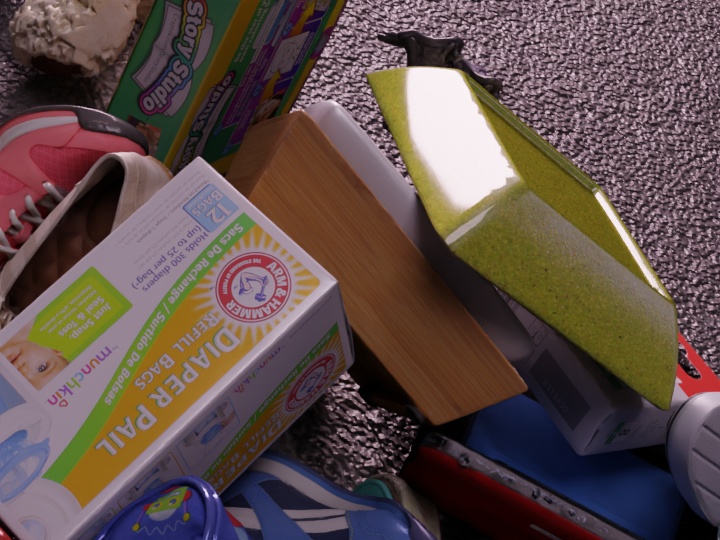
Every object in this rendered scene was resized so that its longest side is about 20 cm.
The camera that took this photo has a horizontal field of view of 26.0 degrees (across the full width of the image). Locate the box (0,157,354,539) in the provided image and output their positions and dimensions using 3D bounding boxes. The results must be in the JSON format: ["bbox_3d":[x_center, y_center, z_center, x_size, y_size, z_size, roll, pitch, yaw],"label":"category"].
[{"bbox_3d":[-0.110,0.059,0.803,0.112,0.102,0.200,40,73,22],"label":"box"}]

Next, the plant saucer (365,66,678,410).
[{"bbox_3d":[0.106,-0.034,0.925,0.199,0.048,0.201,35,20,-31],"label":"plant saucer"}]

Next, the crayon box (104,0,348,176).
[{"bbox_3d":[-0.078,-0.151,1.000,0.058,0.201,0.172,36,29,12],"label":"crayon box"}]

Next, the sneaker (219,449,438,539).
[{"bbox_3d":[-0.016,0.161,0.821,0.082,0.074,0.199,-42,31,-27],"label":"sneaker"}]

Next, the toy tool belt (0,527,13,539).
[{"bbox_3d":[-0.150,0.227,0.711,0.123,0.125,0.200,-42,97,-15],"label":"toy tool belt"}]

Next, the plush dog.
[{"bbox_3d":[-0.174,-0.236,1.120,0.198,0.162,0.171,-11,29,-32],"label":"plush dog"}]

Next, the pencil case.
[{"bbox_3d":[-0.054,0.188,0.752,0.201,0.077,0.087,54,45,-33],"label":"pencil case"}]

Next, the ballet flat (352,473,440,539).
[{"bbox_3d":[0.036,0.203,0.861,0.062,0.067,0.202,29,40,-38],"label":"ballet flat"}]

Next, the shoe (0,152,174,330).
[{"bbox_3d":[-0.176,0.017,0.860,0.070,0.053,0.201,35,91,9],"label":"shoe"}]

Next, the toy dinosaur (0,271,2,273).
[{"bbox_3d":[-0.124,-0.009,0.933,0.199,0.061,0.106,-22,60,-36],"label":"toy dinosaur"}]

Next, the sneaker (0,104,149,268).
[{"bbox_3d":[-0.213,-0.031,0.919,0.198,0.074,0.088,-16,64,13],"label":"sneaker"}]

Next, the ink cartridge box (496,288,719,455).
[{"bbox_3d":[0.172,0.040,1.029,0.199,0.050,0.161,-2,46,-42],"label":"ink cartridge box"}]

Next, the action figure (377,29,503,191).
[{"bbox_3d":[0.035,-0.053,1.060,0.118,0.101,0.202,17,81,-47],"label":"action figure"}]

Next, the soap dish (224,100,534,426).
[{"bbox_3d":[0.000,0.000,0.911,0.081,0.157,0.200,-41,101,-10],"label":"soap dish"}]

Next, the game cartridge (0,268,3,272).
[{"bbox_3d":[-0.127,0.016,0.974,0.199,0.041,0.133,38,43,12],"label":"game cartridge"}]

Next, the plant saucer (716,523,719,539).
[{"bbox_3d":[0.250,0.237,0.875,0.202,0.019,0.070,66,11,8],"label":"plant saucer"}]

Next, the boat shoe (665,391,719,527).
[{"bbox_3d":[0.228,0.122,0.966,0.071,0.072,0.200,40,-1,44],"label":"boat shoe"}]

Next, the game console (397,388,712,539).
[{"bbox_3d":[0.135,0.122,0.940,0.198,0.173,0.119,27,72,3],"label":"game console"}]
